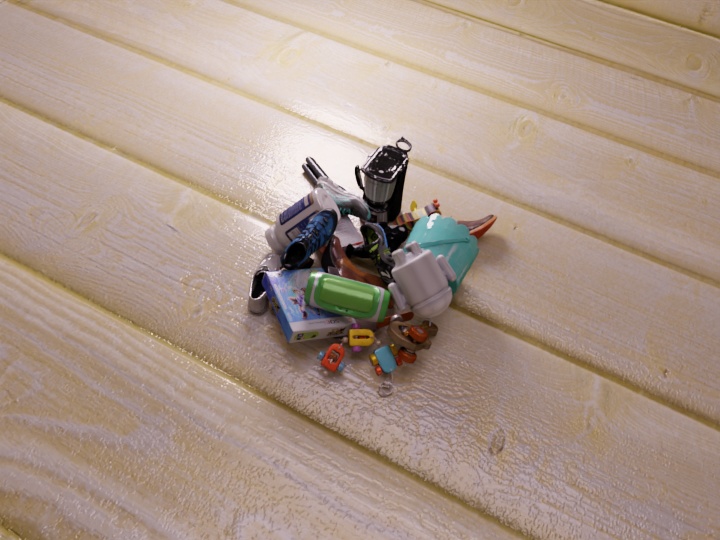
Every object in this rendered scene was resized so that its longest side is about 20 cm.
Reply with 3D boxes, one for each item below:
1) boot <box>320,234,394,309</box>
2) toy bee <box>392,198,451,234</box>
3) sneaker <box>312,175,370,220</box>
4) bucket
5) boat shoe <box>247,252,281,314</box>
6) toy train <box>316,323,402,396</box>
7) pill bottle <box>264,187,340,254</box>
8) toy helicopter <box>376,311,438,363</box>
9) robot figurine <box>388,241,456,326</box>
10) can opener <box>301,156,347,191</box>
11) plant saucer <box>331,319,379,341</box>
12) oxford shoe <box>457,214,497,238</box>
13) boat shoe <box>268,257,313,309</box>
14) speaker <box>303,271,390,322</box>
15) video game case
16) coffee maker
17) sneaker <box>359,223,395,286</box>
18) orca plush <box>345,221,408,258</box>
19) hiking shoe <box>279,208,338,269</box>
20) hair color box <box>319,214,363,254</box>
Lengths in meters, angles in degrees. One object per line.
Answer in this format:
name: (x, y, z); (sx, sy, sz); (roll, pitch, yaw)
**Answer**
boot: (0.000, 0.000, 1.644); (0.198, 0.069, 0.189); (17, 34, -19)
toy bee: (0.189, -0.163, 1.835); (0.199, 0.109, 0.131); (-28, 56, -27)
sneaker: (-0.062, -0.183, 1.778); (0.199, 0.078, 0.091); (31, 68, 22)
bucket: (0.200, -0.033, 1.670); (0.205, 0.208, 0.135); (24, 56, 14)
boat shoe: (-0.254, 0.020, 1.658); (0.071, 0.066, 0.201); (14, 49, 6)
toy train: (0.000, 0.217, 1.525); (0.198, 0.056, 0.152); (27, 76, -3)
pill bottle: (-0.161, -0.128, 1.711); (0.199, 0.111, 0.112); (-32, 47, 21)
toy helicopter: (0.128, 0.149, 1.555); (0.132, 0.080, 0.199); (35, 21, 26)
robot figurine: (0.151, 0.030, 1.532); (0.168, 0.113, 0.202); (-28, 92, -5)
can opener: (-0.113, -0.276, 1.944); (0.066, 0.053, 0.200); (3, 40, -52)
plant saucer: (-0.033, 0.108, 1.631); (0.197, 0.032, 0.202); (4, 50, -4)
oxford shoe: (0.316, -0.126, 1.834); (0.199, 0.072, 0.073); (-28, 69, -26)
boat shoe: (-0.180, 0.029, 1.658); (0.071, 0.073, 0.201); (17, 44, 10)
speaker: (-0.032, 0.064, 1.510); (0.197, 0.089, 0.089); (15, 49, 0)
video game case: (-0.128, 0.080, 1.561); (0.179, 0.046, 0.201); (-3, 47, -34)
coffee maker: (0.079, -0.249, 1.834); (0.191, 0.201, 0.135); (-30, 61, -25)
sneaker: (0.048, -0.039, 1.632); (0.082, 0.071, 0.201); (14, 45, -54)
orca plush: (0.058, -0.075, 1.727); (0.198, 0.107, 0.071); (-7, 21, -30)
hiking shoe: (-0.127, -0.074, 1.601); (0.074, 0.087, 0.201); (40, 94, -7)
hair color box: (-0.083, -0.120, 1.798); (0.110, 0.064, 0.201); (-16, 55, -19)
